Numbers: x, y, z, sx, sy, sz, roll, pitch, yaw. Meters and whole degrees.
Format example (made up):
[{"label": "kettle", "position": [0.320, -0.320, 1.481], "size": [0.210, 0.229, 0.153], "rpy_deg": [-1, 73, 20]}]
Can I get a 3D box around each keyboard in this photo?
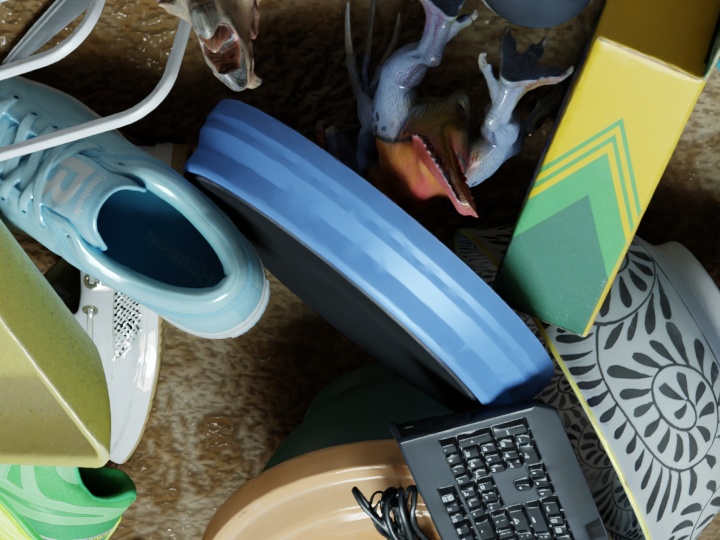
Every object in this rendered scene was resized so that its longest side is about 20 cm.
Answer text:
[{"label": "keyboard", "position": [0.064, 0.139, 1.257], "size": [0.104, 0.040, 0.200], "rpy_deg": [-12, 137, 13]}]

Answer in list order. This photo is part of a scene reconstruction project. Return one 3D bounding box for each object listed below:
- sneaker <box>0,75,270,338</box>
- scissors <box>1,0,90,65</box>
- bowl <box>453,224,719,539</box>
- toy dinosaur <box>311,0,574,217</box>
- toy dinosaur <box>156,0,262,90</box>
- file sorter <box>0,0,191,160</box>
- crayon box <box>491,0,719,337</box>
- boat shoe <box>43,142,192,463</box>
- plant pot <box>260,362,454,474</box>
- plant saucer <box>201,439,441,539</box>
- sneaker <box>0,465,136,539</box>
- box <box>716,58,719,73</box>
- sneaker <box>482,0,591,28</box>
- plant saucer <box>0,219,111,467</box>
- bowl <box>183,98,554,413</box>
[{"label": "sneaker", "position": [-0.128, -0.041, 1.224], "size": [0.200, 0.074, 0.082], "rpy_deg": [28, 170, 4]}, {"label": "scissors", "position": [-0.102, -0.150, 1.193], "size": [0.200, 0.014, 0.073], "rpy_deg": [-23, 137, 26]}, {"label": "bowl", "position": [0.134, 0.046, 1.314], "size": [0.094, 0.201, 0.201], "rpy_deg": [-28, 137, -5]}, {"label": "toy dinosaur", "position": [0.014, -0.057, 1.198], "size": [0.105, 0.200, 0.182], "rpy_deg": [33, 136, 2]}, {"label": "toy dinosaur", "position": [-0.042, -0.171, 1.060], "size": [0.086, 0.200, 0.136], "rpy_deg": [6, 136, 43]}, {"label": "file sorter", "position": [-0.170, -0.149, 1.089], "size": [0.139, 0.125, 0.200], "rpy_deg": [-13, 140, 33]}, {"label": "crayon box", "position": [0.120, -0.083, 1.176], "size": [0.052, 0.126, 0.200], "rpy_deg": [22, 137, 1]}, {"label": "boat shoe", "position": [-0.129, 0.014, 1.342], "size": [0.069, 0.071, 0.200], "rpy_deg": [7, 130, -7]}, {"label": "plant pot", "position": [0.028, 0.133, 1.425], "size": [0.200, 0.134, 0.200], "rpy_deg": [0, 138, 0]}, {"label": "plant saucer", "position": [0.019, 0.157, 1.329], "size": [0.200, 0.032, 0.200], "rpy_deg": [0, 137, 0]}, {"label": "sneaker", "position": [-0.197, 0.080, 1.429], "size": [0.084, 0.074, 0.200], "rpy_deg": [-41, 126, 6]}, {"label": "box", "position": [0.237, -0.027, 1.162], "size": [0.082, 0.049, 0.200], "rpy_deg": [-32, 107, -5]}, {"label": "sneaker", "position": [0.079, -0.161, 1.130], "size": [0.078, 0.079, 0.200], "rpy_deg": [1, 141, -1]}, {"label": "plant saucer", "position": [-0.213, 0.003, 1.267], "size": [0.200, 0.048, 0.200], "rpy_deg": [-4, 129, 51]}, {"label": "bowl", "position": [0.000, 0.000, 1.242], "size": [0.039, 0.201, 0.201], "rpy_deg": [-50, 130, -7]}]
